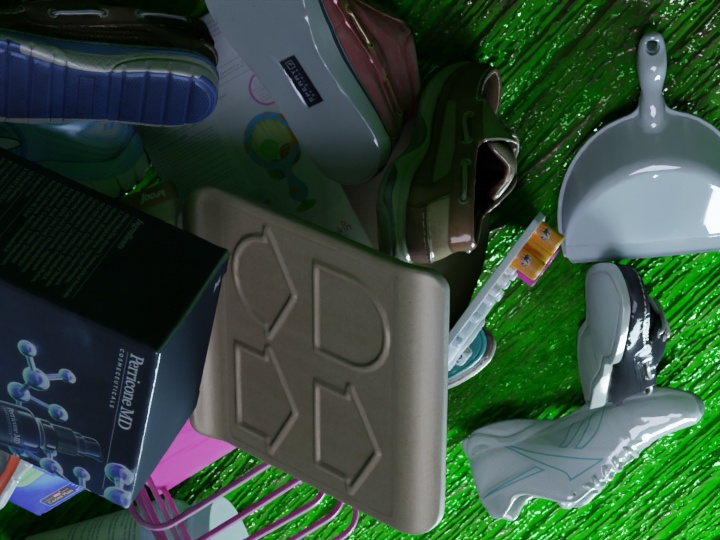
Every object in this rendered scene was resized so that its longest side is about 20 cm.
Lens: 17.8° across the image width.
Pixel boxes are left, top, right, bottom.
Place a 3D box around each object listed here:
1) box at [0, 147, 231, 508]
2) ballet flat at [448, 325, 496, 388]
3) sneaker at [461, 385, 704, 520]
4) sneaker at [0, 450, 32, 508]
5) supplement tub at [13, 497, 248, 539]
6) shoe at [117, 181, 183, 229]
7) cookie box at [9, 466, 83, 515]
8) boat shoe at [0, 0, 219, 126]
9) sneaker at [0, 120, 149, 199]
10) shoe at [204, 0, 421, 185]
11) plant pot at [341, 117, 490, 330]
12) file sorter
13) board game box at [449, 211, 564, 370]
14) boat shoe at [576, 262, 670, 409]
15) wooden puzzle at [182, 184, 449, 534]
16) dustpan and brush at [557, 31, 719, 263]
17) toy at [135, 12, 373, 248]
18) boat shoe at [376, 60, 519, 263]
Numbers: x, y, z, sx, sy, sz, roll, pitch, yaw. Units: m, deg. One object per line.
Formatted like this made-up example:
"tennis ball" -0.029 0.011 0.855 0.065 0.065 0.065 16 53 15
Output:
"box" -0.200 0.030 1.441 0.199 0.107 0.149 23 134 8
"ballet flat" 0.015 0.074 1.766 0.199 0.068 0.062 -17 169 17
"sneaker" 0.184 0.148 1.847 0.199 0.081 0.070 -18 156 14
"sneaker" -0.273 0.121 1.654 0.082 0.077 0.200 35 127 -8
"supplement tub" -0.192 0.271 1.895 0.199 0.146 0.145 -17 141 12
"shoe" -0.160 -0.018 1.539 0.070 0.054 0.200 -25 -176 -18
"cookie box" -0.252 0.083 1.708 0.171 0.076 0.200 -31 136 26
"boat shoe" -0.188 -0.138 1.445 0.198 0.073 0.072 8 140 -11
"sneaker" -0.239 -0.095 1.507 0.198 0.078 0.091 -2 112 6
"shoe" -0.030 -0.158 1.453 0.071 0.091 0.201 -18 112 33
"plant pot" 0.000 0.000 1.598 0.198 0.135 0.201 -4 142 -3
"file sorter" -0.095 0.136 1.636 0.138 0.126 0.200 -31 155 0
"board game box" 0.073 0.052 1.593 0.201 0.026 0.200 -54 175 1
"boat shoe" 0.202 0.048 1.728 0.060 0.074 0.200 -10 152 -5
"wooden puzzle" -0.023 0.051 1.452 0.199 0.046 0.187 20 123 33
"dustpan and brush" 0.204 -0.086 1.599 0.138 0.058 0.200 -5 148 3
"toy" -0.070 -0.068 1.511 0.115 0.201 0.047 -25 180 23
"boat shoe" 0.068 -0.067 1.474 0.071 0.201 0.076 4 129 17
